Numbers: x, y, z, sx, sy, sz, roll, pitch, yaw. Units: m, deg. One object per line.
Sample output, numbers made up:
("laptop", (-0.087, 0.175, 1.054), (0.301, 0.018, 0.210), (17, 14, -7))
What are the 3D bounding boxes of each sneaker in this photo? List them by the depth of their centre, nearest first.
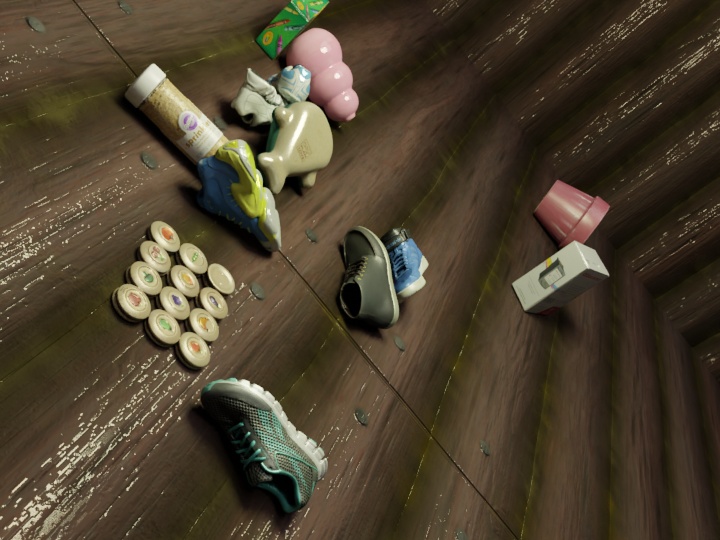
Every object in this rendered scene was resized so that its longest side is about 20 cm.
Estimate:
("sneaker", (-0.121, 0.216, 1.035), (0.200, 0.077, 0.092), (43, 32, -16))
("sneaker", (-0.192, -0.106, 1.311), (0.076, 0.103, 0.203), (-98, 171, -55))
("sneaker", (0.000, 0.000, 1.477), (0.105, 0.074, 0.203), (19, 43, -51))
("sneaker", (-0.181, -0.300, 1.553), (0.075, 0.082, 0.200), (37, 3, 16))
("sneaker", (0.072, -0.018, 1.612), (0.112, 0.076, 0.200), (54, 22, -10))
("sneaker", (-0.134, -0.360, 1.632), (0.072, 0.073, 0.200), (38, 0, -21))

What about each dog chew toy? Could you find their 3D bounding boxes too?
("dog chew toy", (-0.073, -0.410, 1.808), (0.203, 0.123, 0.125), (58, 26, -7))

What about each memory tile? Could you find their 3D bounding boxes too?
("memory tile", (-0.241, 0.028, 1.122), (0.153, 0.017, 0.202), (43, 28, -22))

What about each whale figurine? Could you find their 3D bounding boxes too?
("whale figurine", (-0.133, -0.216, 1.517), (0.201, 0.102, 0.161), (-53, 131, -40))

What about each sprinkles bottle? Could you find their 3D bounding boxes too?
("sprinkles bottle", (-0.271, -0.224, 1.314), (0.200, 0.068, 0.069), (45, 28, -18))

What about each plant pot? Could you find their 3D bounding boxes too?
("plant pot", (0.642, -0.174, 2.621), (0.178, 0.202, 0.200), (38, 26, 6))

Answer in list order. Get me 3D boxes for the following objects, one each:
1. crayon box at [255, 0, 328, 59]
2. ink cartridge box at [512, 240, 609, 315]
("crayon box", (-0.146, -0.544, 1.838), (0.058, 0.118, 0.201), (44, 28, -13))
("ink cartridge box", (0.502, 0.024, 2.126), (0.146, 0.199, 0.087), (13, 46, -52))
